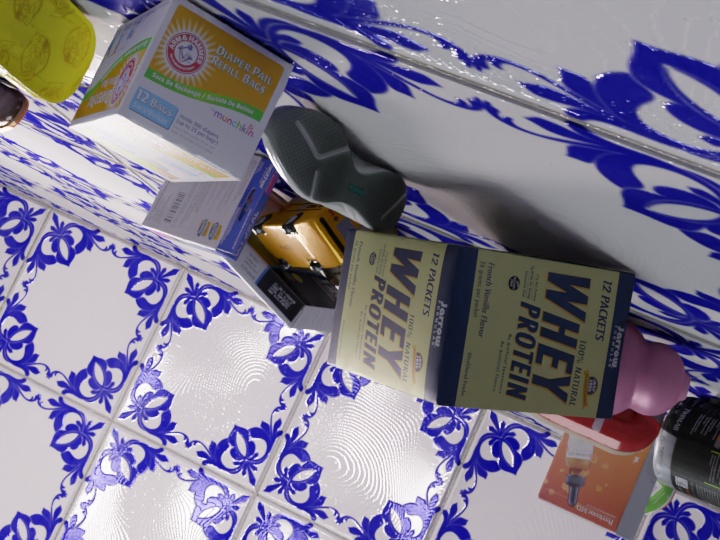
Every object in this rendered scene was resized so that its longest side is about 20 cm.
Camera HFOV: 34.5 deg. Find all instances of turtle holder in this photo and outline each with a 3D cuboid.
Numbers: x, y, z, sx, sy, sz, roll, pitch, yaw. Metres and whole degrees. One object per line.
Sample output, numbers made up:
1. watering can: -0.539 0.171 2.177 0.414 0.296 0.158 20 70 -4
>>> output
1. turtle holder: 0.533 0.396 2.263 0.185 0.142 0.132 18 171 37

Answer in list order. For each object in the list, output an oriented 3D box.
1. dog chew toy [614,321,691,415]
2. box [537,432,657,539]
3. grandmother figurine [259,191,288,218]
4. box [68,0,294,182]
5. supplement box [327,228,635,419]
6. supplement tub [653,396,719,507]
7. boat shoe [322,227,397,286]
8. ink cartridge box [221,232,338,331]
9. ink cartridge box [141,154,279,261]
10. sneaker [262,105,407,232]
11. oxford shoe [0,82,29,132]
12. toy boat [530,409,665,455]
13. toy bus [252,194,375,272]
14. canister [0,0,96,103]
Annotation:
1. dog chew toy: 0.253 0.100 1.245 0.199 0.125 0.125 15 170 15
2. box: 0.415 0.329 1.951 0.152 0.201 0.106 19 171 32
3. grandmother figurine: -0.087 -0.064 1.470 0.199 0.061 0.121 25 -160 -19
4. box: -0.152 -0.141 0.950 0.112 0.102 0.200 28 172 -24
5. supplement box: 0.107 0.047 1.072 0.199 0.135 0.199 8 -178 -30
6. supplement tub: 0.481 0.245 1.455 0.199 0.123 0.122 20 171 40
7. boat shoe: 0.000 0.000 1.406 0.072 0.065 0.200 -6 170 -19
8. ink cartridge box: -0.092 0.001 1.481 0.198 0.047 0.200 43 -164 24
9. ink cartridge box: -0.166 -0.081 1.341 0.042 0.120 0.199 32 170 -39
10. sneaker: -0.038 -0.092 1.047 0.080 0.071 0.200 23 173 36
11. oxford shoe: -0.545 -0.248 1.637 0.199 0.072 0.073 20 166 37
12. toy boat: 0.283 0.126 1.404 0.199 0.131 0.131 23 142 10
13. toy bus: -0.056 -0.047 1.316 0.065 0.078 0.200 53 163 -15
14. canister: -0.356 -0.237 1.032 0.199 0.087 0.149 24 172 20
